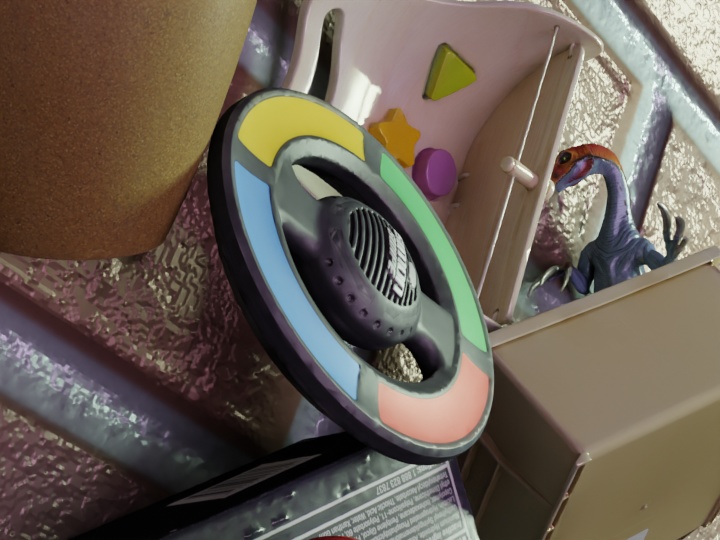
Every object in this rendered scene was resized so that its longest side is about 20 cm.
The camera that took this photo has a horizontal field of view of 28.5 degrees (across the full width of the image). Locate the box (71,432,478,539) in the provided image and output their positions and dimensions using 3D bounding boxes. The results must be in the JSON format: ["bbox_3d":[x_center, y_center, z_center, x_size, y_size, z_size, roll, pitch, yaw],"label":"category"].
[{"bbox_3d":[-0.033,0.200,0.702,0.200,0.123,0.199,-17,89,-44],"label":"box"}]

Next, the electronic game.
[{"bbox_3d":[0.000,0.000,0.685,0.200,0.042,0.200,40,32,-32],"label":"electronic game"}]

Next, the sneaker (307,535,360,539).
[{"bbox_3d":[-0.028,0.199,0.550,0.098,0.071,0.201,38,50,-60],"label":"sneaker"}]

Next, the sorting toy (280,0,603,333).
[{"bbox_3d":[0.027,-0.079,0.820,0.180,0.107,0.200,29,71,-34],"label":"sorting toy"}]

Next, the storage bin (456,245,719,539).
[{"bbox_3d":[0.143,0.111,0.857,0.200,0.094,0.199,-19,142,-33],"label":"storage bin"}]

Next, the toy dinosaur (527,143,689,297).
[{"bbox_3d":[0.170,0.009,1.007,0.200,0.105,0.182,68,21,-74],"label":"toy dinosaur"}]

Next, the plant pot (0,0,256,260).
[{"bbox_3d":[-0.124,-0.113,0.617,0.186,0.186,0.200,-13,115,-45],"label":"plant pot"}]
